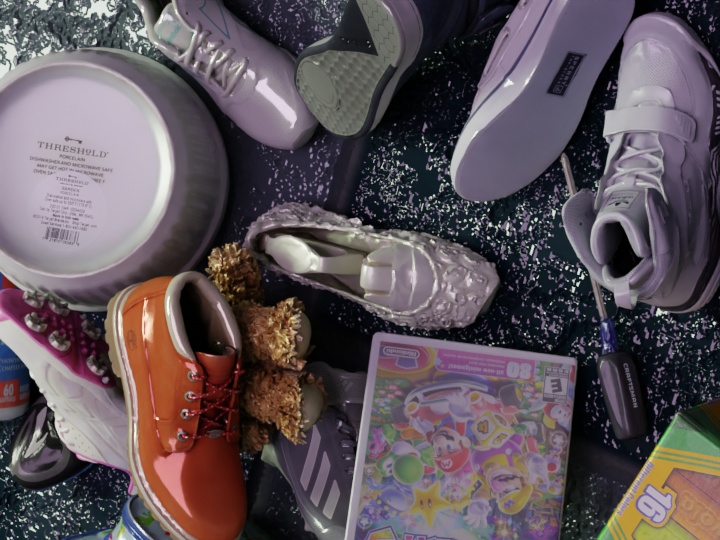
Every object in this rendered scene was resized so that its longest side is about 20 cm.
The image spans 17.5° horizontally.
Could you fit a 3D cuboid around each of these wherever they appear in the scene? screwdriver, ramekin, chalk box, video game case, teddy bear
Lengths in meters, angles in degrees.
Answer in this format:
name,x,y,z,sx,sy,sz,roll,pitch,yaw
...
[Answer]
name,x,y,z,sx,sy,sz,roll,pitch,yaw
screwdriver,0.166,0.017,1.589,0.029,0.028,0.200,-9,88,1
ramekin,-0.202,-0.070,1.719,0.200,0.105,0.201,0,87,6
chalk box,0.271,0.187,1.479,0.200,0.124,0.125,38,112,24
video game case,0.066,0.145,1.577,0.143,0.018,0.200,8,68,2
teddy bear,-0.085,0.059,1.666,0.200,0.067,0.145,43,143,52

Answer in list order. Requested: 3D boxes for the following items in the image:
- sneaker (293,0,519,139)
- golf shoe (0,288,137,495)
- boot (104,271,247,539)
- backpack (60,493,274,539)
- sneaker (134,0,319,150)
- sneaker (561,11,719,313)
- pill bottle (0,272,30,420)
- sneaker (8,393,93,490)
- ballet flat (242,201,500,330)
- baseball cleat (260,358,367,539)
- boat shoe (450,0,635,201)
name,x,y,z,sx,sy,sz,roll,pitch,yaw
sneaker,0.040,-0.171,1.619,0.077,0.146,0.202,52,154,1
golf shoe,-0.201,0.093,1.700,0.200,0.075,0.092,38,112,-19
boot,-0.114,0.098,1.616,0.107,0.075,0.200,-23,83,55
backpack,-0.140,0.250,1.694,0.183,0.200,0.147,35,111,26
sneaker,-0.111,-0.161,1.715,0.200,0.080,0.070,48,114,18
sneaker,0.186,-0.069,1.516,0.075,0.115,0.200,-2,93,32
pill bottle,-0.311,0.013,1.833,0.112,0.112,0.200,8,99,31
sneaker,-0.211,0.100,1.794,0.200,0.083,0.071,-40,77,29
ballet flat,0.000,0.000,1.667,0.200,0.072,0.072,15,101,30
baseball cleat,-0.011,0.133,1.655,0.200,0.070,0.107,45,115,42
boat shoe,0.119,-0.135,1.588,0.200,0.073,0.065,-55,36,29
